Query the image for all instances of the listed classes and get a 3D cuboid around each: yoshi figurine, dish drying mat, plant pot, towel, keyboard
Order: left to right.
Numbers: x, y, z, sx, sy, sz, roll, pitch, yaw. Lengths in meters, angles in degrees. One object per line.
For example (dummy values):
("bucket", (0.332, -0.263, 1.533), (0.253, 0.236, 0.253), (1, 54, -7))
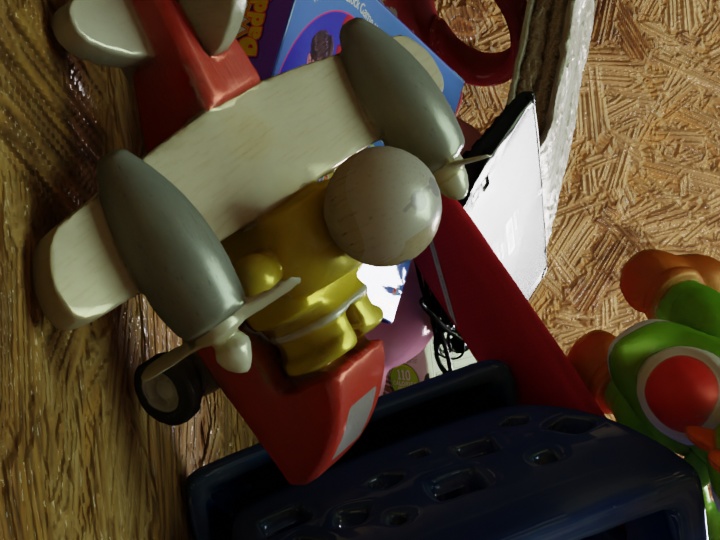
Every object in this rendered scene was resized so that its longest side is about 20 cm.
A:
("plant pot", (0.034, 0.165, 0.894), (0.180, 0.198, 0.202), (38, -37, 56))
("keyboard", (0.059, -0.016, 1.061), (0.104, 0.039, 0.200), (-54, 158, -19))
("dish drying mat", (0.081, 0.050, 0.941), (0.201, 0.018, 0.077), (58, -20, 16))
("towel", (0.113, -0.116, 1.153), (0.133, 0.034, 0.202), (79, 22, -60))
("yoshi figurine", (0.182, 0.072, 0.871), (0.200, 0.111, 0.113), (-130, -159, -56))

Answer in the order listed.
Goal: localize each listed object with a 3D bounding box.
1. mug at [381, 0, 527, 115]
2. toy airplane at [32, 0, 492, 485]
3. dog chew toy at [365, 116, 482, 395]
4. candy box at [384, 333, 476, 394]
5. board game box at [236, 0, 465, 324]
("mug", (0.000, -0.181, 1.180), (0.134, 0.176, 0.201), (-111, -177, -48))
("toy airplane", (-0.032, -0.037, 0.754), (0.199, 0.140, 0.202), (39, 60, -49))
("dog chew toy", (0.000, 0.000, 1.127), (0.125, 0.124, 0.202), (29, 84, -83))
("candy box", (0.023, 0.074, 1.312), (0.136, 0.061, 0.202), (2, -80, 51))
("board game box", (-0.020, -0.063, 0.938), (0.200, 0.044, 0.136), (32, 74, -64))
